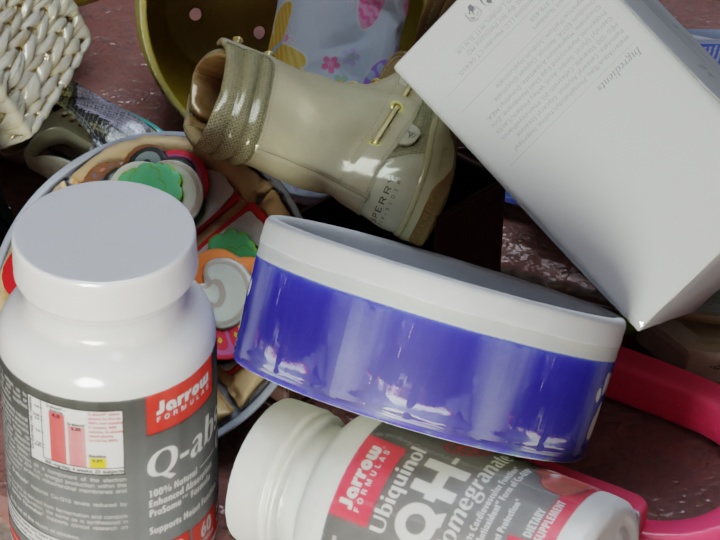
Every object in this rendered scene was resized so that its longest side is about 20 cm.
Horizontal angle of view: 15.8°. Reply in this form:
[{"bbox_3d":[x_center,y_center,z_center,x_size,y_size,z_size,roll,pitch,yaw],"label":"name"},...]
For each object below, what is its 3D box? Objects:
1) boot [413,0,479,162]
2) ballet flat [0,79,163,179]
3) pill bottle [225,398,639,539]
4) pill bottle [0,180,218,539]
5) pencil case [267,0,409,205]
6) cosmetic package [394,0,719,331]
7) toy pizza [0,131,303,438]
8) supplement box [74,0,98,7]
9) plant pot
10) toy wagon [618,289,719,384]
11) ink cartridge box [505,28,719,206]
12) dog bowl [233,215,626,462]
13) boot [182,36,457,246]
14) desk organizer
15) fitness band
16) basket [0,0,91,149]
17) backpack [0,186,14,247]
[{"bbox_3d":[0.075,-0.167,1.702,0.073,0.201,0.155,8,43,1],"label":"boot"},{"bbox_3d":[-0.207,-0.098,1.713,0.072,0.072,0.200,-27,43,-35],"label":"ballet flat"},{"bbox_3d":[0.034,0.137,1.345,0.199,0.111,0.111,20,38,24],"label":"pill bottle"},{"bbox_3d":[-0.132,0.062,1.365,0.115,0.201,0.116,1,35,-1],"label":"pill bottle"},{"bbox_3d":[-0.013,-0.136,1.658,0.090,0.202,0.083,8,4,-26],"label":"pencil case"},{"bbox_3d":[0.146,-0.080,1.457,0.200,0.123,0.199,46,13,10],"label":"cosmetic package"},{"bbox_3d":[-0.124,0.010,1.492,0.199,0.032,0.202,-5,69,13],"label":"toy pizza"},{"bbox_3d":[-0.290,-0.232,1.823,0.130,0.104,0.200,-22,23,-30],"label":"supplement box"},{"bbox_3d":[-0.069,-0.180,1.752,0.199,0.202,0.142,-10,10,-17],"label":"plant pot"},{"bbox_3d":[0.242,0.003,1.611,0.154,0.040,0.200,7,34,7],"label":"toy wagon"},{"bbox_3d":[0.176,-0.094,1.641,0.199,0.042,0.120,4,66,37],"label":"ink cartridge box"},{"bbox_3d":[0.035,0.035,1.377,0.199,0.079,0.200,16,3,-1],"label":"dog bowl"},{"bbox_3d":[-0.024,-0.097,1.528,0.155,0.073,0.200,20,28,-9],"label":"boot"},{"bbox_3d":[0.000,0.000,1.569,0.072,0.077,0.200,29,43,33],"label":"desk organizer"},{"bbox_3d":[0.141,0.098,1.476,0.199,0.038,0.144,22,37,25],"label":"fitness band"},{"bbox_3d":[-0.288,-0.141,1.654,0.199,0.124,0.136,-14,32,29],"label":"basket"},{"bbox_3d":[-0.286,-0.059,1.534,0.153,0.201,0.163,17,38,23],"label":"backpack"}]
